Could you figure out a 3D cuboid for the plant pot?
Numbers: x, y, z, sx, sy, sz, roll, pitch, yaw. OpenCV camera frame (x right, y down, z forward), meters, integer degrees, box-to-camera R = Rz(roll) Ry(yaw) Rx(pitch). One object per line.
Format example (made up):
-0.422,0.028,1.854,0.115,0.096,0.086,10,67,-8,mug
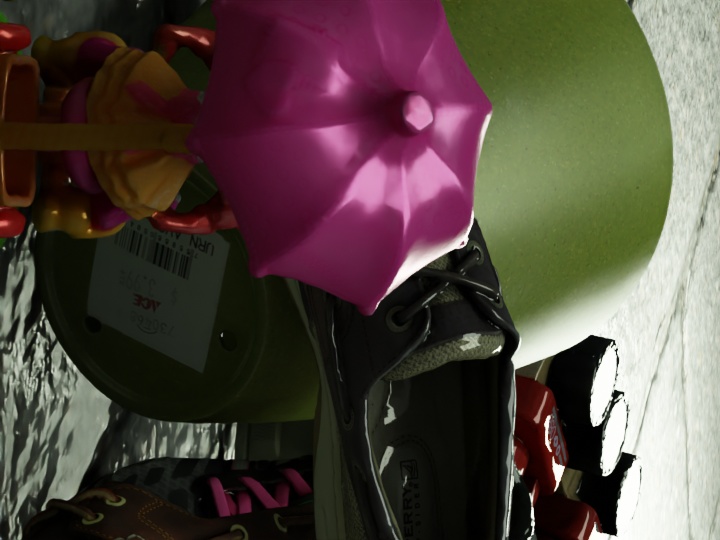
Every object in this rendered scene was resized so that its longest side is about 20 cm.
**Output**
-0.018,-0.025,0.981,0.200,0.186,0.189,-28,122,-53,plant pot

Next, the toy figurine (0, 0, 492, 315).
-0.051,-0.036,0.791,0.200,0.183,0.151,2,91,-75,toy figurine

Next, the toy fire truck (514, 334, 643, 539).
0.080,0.145,1.463,0.176,0.128,0.201,73,37,-53,toy fire truck

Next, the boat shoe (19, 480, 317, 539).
-0.076,0.101,0.876,0.199,0.070,0.071,9,69,-51,boat shoe

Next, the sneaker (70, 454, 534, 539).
-0.016,0.089,0.997,0.199,0.087,0.074,6,58,-41,sneaker

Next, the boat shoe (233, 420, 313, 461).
-0.030,0.116,1.110,0.200,0.071,0.068,-68,156,-57,boat shoe

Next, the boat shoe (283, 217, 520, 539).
0.017,0.018,0.870,0.072,0.065,0.202,-10,103,-29,boat shoe
